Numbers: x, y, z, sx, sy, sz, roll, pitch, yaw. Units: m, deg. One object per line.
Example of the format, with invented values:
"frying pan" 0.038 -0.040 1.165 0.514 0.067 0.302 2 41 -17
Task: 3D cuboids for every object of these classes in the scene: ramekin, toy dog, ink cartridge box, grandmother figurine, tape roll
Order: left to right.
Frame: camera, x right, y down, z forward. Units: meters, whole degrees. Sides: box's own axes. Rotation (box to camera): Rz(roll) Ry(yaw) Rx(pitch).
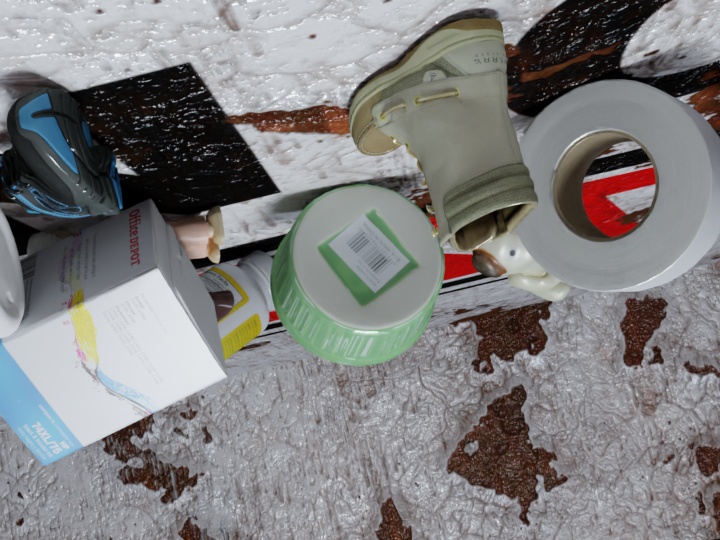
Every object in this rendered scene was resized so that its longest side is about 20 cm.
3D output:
"ink cartridge box" -0.255 0.056 0.925 0.199 0.146 0.147 -26 -148 0
"grandmother figurine" -0.251 -0.026 1.013 0.199 0.061 0.122 -6 141 -22
"ramekin" 0.000 0.000 1.081 0.199 0.201 0.098 -10 162 -14
"toy dog" 0.221 -0.047 1.347 0.193 0.140 0.200 23 -175 20
"tape roll" 0.247 -0.080 0.918 0.202 0.203 0.071 -19 169 34

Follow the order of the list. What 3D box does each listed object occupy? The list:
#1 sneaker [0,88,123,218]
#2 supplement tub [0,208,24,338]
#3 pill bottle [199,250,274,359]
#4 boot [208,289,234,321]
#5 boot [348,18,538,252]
"sneaker" -0.232 -0.073 0.702 0.082 0.074 0.200 -10 169 -6
"supplement tub" -0.398 0.012 0.794 0.199 0.133 0.132 -13 170 -6
"pill bottle" -0.191 0.060 1.251 0.200 0.111 0.111 -37 -178 -27
"boot" -0.260 0.075 1.112 0.166 0.073 0.200 5 149 -40
"boot" 0.060 -0.087 0.754 0.072 0.155 0.200 -7 169 -29
